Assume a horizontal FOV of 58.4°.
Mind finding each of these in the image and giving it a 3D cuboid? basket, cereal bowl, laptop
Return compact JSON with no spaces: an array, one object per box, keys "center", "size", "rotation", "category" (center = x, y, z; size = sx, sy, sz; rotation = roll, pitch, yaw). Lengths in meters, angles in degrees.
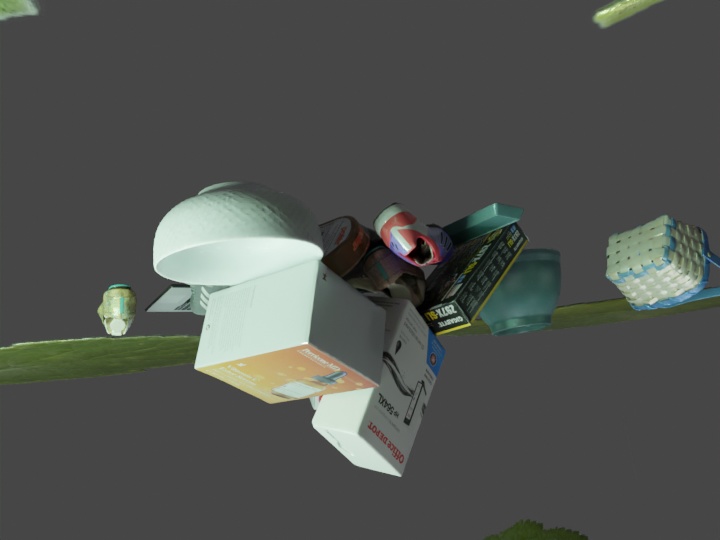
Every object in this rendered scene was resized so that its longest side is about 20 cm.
[{"center":[0.544,-0.001,1.129],"size":[0.198,0.142,0.175],"rotation":[34,149,-21],"category":"basket"},{"center":[-0.142,-0.047,0.754],"size":[0.193,0.086,0.201],"rotation":[-6,166,-2],"category":"cereal bowl"},{"center":[-0.283,0.106,1.212],"size":[0.195,0.120,0.186],"rotation":[2,163,-33],"category":"laptop"}]

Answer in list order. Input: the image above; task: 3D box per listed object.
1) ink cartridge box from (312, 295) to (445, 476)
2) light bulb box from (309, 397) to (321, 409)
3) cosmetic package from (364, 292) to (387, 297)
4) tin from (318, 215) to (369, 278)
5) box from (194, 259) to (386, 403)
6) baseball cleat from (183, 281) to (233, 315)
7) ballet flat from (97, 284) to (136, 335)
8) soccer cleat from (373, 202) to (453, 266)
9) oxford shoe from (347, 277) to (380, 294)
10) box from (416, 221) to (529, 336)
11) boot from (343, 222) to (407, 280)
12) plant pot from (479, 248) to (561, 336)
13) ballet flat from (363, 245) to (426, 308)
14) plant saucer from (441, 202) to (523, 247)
[{"center":[0.032,0.163,0.911],"size":[0.082,0.204,0.147],"rotation":[3,147,36],"category":"ink cartridge box"},{"center":[-0.031,0.181,1.410],"size":[0.192,0.128,0.201],"rotation":[-4,-152,-17],"category":"light bulb box"},{"center":[-0.025,0.113,1.184],"size":[0.195,0.127,0.198],"rotation":[-8,-168,39],"category":"cosmetic package"},{"center":[-0.075,-0.014,0.881],"size":[0.196,0.114,0.042],"rotation":[-19,125,36],"category":"tin"},{"center":[-0.088,0.088,0.832],"size":[0.196,0.109,0.151],"rotation":[-16,144,34],"category":"box"},{"center":[-0.245,0.011,0.992],"size":[0.104,0.072,0.199],"rotation":[10,149,-33],"category":"baseball cleat"},{"center":[-0.429,0.080,1.139],"size":[0.069,0.073,0.200],"rotation":[-1,165,-23],"category":"ballet flat"},{"center":[0.088,-0.031,0.912],"size":[0.068,0.074,0.199],"rotation":[-41,151,15],"category":"soccer cleat"},{"center":[-0.054,0.026,1.102],"size":[0.195,0.077,0.070],"rotation":[-15,164,26],"category":"oxford shoe"},{"center":[0.155,0.019,1.005],"size":[0.200,0.050,0.158],"rotation":[-48,-166,-34],"category":"box"},{"center":[0.000,0.000,0.996],"size":[0.198,0.071,0.172],"rotation":[-37,154,30],"category":"boot"},{"center":[0.305,0.052,1.267],"size":[0.194,0.139,0.201],"rotation":[-6,166,-2],"category":"plant pot"},{"center":[0.061,0.024,0.960],"size":[0.068,0.068,0.199],"rotation":[-40,155,13],"category":"ballet flat"},{"center":[0.158,-0.059,1.001],"size":[0.068,0.020,0.198],"rotation":[4,162,-38],"category":"plant saucer"}]
